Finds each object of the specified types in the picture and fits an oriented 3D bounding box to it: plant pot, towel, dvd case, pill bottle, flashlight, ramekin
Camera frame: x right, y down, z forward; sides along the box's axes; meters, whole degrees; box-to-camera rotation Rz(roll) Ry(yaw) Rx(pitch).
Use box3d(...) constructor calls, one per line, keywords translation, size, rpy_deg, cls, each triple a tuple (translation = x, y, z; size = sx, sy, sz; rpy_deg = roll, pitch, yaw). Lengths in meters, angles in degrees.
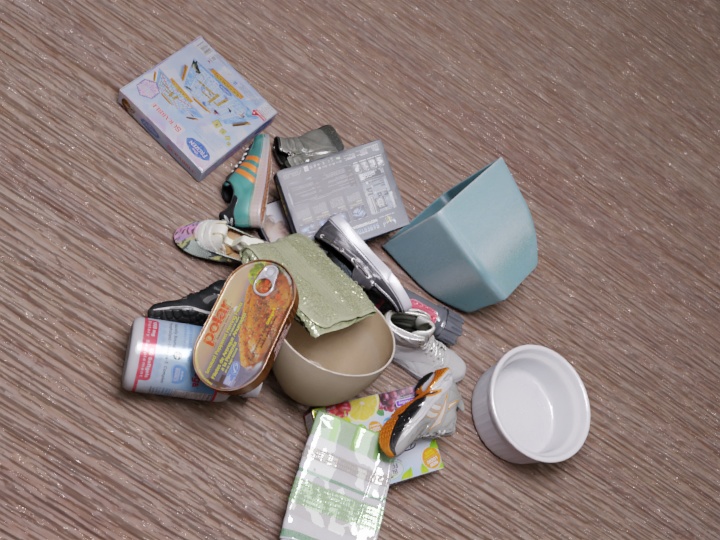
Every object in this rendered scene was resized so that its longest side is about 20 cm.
box3d(translation=(0.202, -0.044, 1.351), size=(0.196, 0.195, 0.201), rpy_deg=(-40, 95, -31), cls="plant pot")
box3d(translation=(-0.080, 0.017, 1.162), size=(0.200, 0.037, 0.148), rpy_deg=(44, 37, 23), cls="towel")
box3d(translation=(-0.091, -0.041, 1.318), size=(0.142, 0.018, 0.201), rpy_deg=(-23, 79, -30), cls="dvd case")
box3d(translation=(-0.247, 0.137, 1.122), size=(0.198, 0.109, 0.110), rpy_deg=(10, 65, -19), cls="pill bottle")
box3d(translation=(0.088, 0.069, 1.315), size=(0.199, 0.068, 0.068), rpy_deg=(30, 98, -16), cls="flashlight")
box3d(translation=(-0.063, 0.133, 1.173), size=(0.198, 0.135, 0.201), rpy_deg=(18, 35, -13), cls="plant pot")
box3d(translation=(-0.026, 0.326, 1.123), size=(0.148, 0.031, 0.202), rpy_deg=(23, 63, -14), cls="towel")
box3d(translation=(0.291, 0.240, 1.315), size=(0.198, 0.098, 0.203), rpy_deg=(9, 65, -20), cls="ramekin")

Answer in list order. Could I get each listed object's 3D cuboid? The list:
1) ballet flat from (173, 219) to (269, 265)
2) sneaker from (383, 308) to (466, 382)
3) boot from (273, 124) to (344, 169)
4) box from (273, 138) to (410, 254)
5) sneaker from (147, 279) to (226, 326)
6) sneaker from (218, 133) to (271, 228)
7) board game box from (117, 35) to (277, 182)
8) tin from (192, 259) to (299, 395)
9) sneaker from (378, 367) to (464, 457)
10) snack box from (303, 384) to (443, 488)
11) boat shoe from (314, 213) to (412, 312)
box3d(translation=(-0.205, -0.043, 1.229), size=(0.198, 0.071, 0.070), rpy_deg=(19, 66, -8), cls="ballet flat")
box3d(translation=(0.111, 0.130, 1.276), size=(0.198, 0.116, 0.074), rpy_deg=(24, 59, -14), cls="sneaker")
box3d(translation=(-0.067, -0.168, 1.353), size=(0.130, 0.068, 0.201), rpy_deg=(-25, 71, -34), cls="boot")
box3d(translation=(-0.032, -0.120, 1.293), size=(0.198, 0.051, 0.159), rpy_deg=(-20, 90, -14), cls="box")
box3d(translation=(-0.237, 0.058, 1.197), size=(0.198, 0.076, 0.088), rpy_deg=(1, 43, -19), cls="sneaker")
box3d(translation=(-0.197, -0.160, 1.293), size=(0.079, 0.072, 0.202), rpy_deg=(3, 53, 0), cls="sneaker")
box3d(translation=(-0.284, -0.288, 1.328), size=(0.200, 0.041, 0.200), rpy_deg=(45, 58, 0), cls="board game box")
box3d(translation=(-0.160, 0.079, 1.066), size=(0.111, 0.042, 0.202), rpy_deg=(19, 69, 13), cls="tin")
box3d(translation=(0.109, 0.239, 1.187), size=(0.092, 0.075, 0.200), rpy_deg=(56, 47, -6), cls="sneaker")
box3d(translation=(0.022, 0.276, 1.210), size=(0.198, 0.053, 0.144), rpy_deg=(-9, 74, -26), cls="snack box")
box3d(translation=(0.000, 0.000, 1.226), size=(0.066, 0.070, 0.200), rpy_deg=(-39, 88, -10), cls="boat shoe")
